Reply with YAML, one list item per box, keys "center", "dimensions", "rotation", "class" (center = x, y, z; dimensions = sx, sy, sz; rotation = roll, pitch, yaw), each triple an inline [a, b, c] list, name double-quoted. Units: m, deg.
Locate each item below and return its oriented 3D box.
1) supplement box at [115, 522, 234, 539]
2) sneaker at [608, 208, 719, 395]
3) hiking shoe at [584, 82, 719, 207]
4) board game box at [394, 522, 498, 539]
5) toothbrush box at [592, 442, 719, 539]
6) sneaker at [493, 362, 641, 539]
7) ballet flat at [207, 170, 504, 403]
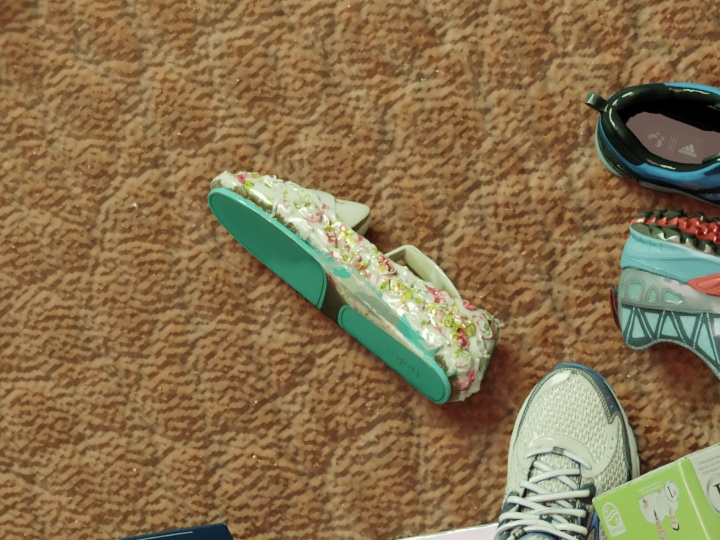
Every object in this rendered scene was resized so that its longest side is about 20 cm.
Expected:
- center: [-0.138, 0.279, 1.237]
  dimensions: [0.200, 0.134, 0.200]
  rotation: [-33, 75, 19]
  class: "supplement box"
- center: [0.238, 0.036, 1.241]
  dimensions: [0.199, 0.079, 0.096]
  rotation: [21, 112, 12]
  class: "sneaker"
- center: [0.225, -0.060, 1.233]
  dimensions: [0.199, 0.087, 0.075]
  rotation: [10, 88, 13]
  class: "hiking shoe"
- center: [0.073, 0.247, 1.262]
  dimensions: [0.199, 0.043, 0.200]
  rotation: [-11, 83, 11]
  class: "board game box"
- center: [0.235, 0.184, 1.174]
  dimensions: [0.145, 0.086, 0.200]
  rotation: [-17, 79, -34]
  class: "toothbrush box"
- center: [0.106, 0.149, 1.200]
  dimensions: [0.077, 0.085, 0.201]
  rotation: [7, 84, 13]
  class: "sneaker"
- center: [0.000, 0.000, 1.296]
  dimensions: [0.200, 0.076, 0.064]
  rotation: [41, 63, 8]
  class: "ballet flat"
